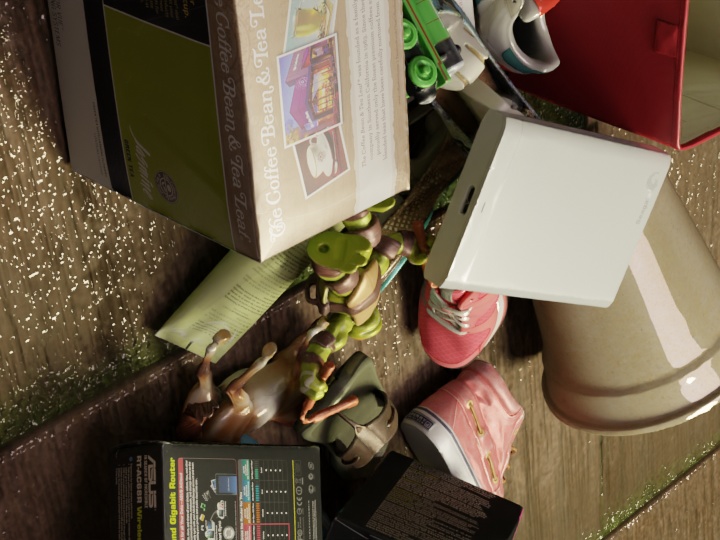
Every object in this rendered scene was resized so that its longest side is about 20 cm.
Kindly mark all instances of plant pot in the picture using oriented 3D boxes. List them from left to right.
[{"bbox_3d":[0.218,0.005,1.570,0.200,0.200,0.184,-42,123,-24],"label":"plant pot"}]

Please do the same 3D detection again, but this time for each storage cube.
[{"bbox_3d":[0.236,-0.219,1.461,0.171,0.180,0.200,-25,127,-37],"label":"storage cube"}]

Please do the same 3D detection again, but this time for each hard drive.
[{"bbox_3d":[0.142,-0.042,1.387,0.200,0.026,0.132,7,109,-45],"label":"hard drive"}]

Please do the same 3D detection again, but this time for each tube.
[{"bbox_3d":[-0.062,-0.016,1.335,0.058,0.052,0.200,40,99,-14],"label":"tube"}]

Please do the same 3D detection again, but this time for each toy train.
[{"bbox_3d":[0.010,-0.208,1.265,0.056,0.042,0.200,-31,95,-31],"label":"toy train"}]

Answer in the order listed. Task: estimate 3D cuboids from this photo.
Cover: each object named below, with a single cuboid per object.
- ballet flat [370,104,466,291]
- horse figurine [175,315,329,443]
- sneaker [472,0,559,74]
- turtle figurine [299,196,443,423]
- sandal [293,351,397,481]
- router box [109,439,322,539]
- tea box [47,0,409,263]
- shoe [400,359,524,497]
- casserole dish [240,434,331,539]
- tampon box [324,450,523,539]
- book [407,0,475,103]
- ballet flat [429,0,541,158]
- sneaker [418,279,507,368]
[{"bbox_3d":[0.035,-0.071,1.428,0.065,0.071,0.200,40,75,-21],"label":"ballet flat"},{"bbox_3d":[-0.076,0.086,1.375,0.200,0.050,0.133,-23,149,-48],"label":"horse figurine"},{"bbox_3d":[0.109,-0.233,1.384,0.070,0.093,0.200,-36,132,-29],"label":"sneaker"},{"bbox_3d":[0.000,0.000,1.318,0.200,0.064,0.161,-51,157,-25],"label":"turtle figurine"},{"bbox_3d":[0.003,0.120,1.442,0.080,0.057,0.201,-50,158,-8],"label":"sandal"},{"bbox_3d":[-0.099,0.221,1.308,0.150,0.062,0.200,8,76,-45],"label":"router box"},{"bbox_3d":[-0.084,-0.142,1.150,0.134,0.197,0.200,-27,128,-35],"label":"tea box"},{"bbox_3d":[0.107,0.167,1.606,0.091,0.071,0.200,-42,132,-20],"label":"shoe"},{"bbox_3d":[-0.086,0.207,1.450,0.121,0.039,0.200,-54,138,-12],"label":"casserole dish"},{"bbox_3d":[0.034,0.253,1.463,0.200,0.126,0.150,-33,145,-74],"label":"tampon box"},{"bbox_3d":[-0.003,-0.163,1.342,0.200,0.048,0.134,-36,133,-26],"label":"book"},{"bbox_3d":[0.076,-0.139,1.338,0.074,0.074,0.200,-56,132,-10],"label":"ballet flat"},{"bbox_3d":[0.076,0.007,1.454,0.087,0.074,0.200,-44,158,-47],"label":"sneaker"}]
